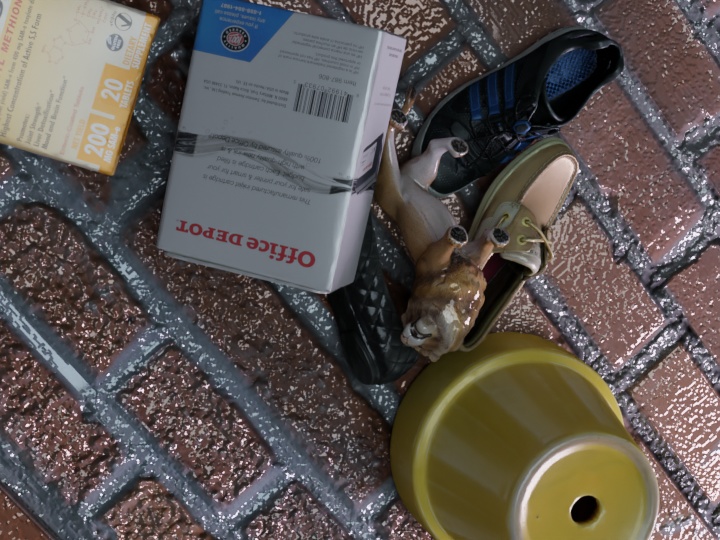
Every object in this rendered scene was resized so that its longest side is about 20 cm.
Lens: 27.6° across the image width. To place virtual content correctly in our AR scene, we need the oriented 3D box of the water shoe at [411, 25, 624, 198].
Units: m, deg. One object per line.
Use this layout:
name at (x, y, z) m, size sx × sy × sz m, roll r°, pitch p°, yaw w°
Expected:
water shoe at (0.126, -0.134, 1.202) m, size 0.200 × 0.079 × 0.072 m, roll -41°, pitch 110°, yaw -6°

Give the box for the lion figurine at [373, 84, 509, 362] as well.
lion figurine at (0.051, -0.036, 1.174) m, size 0.072 × 0.123 × 0.200 m, roll -5°, pitch 64°, yaw -26°

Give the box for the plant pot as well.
plant pot at (0.147, 0.169, 1.215) m, size 0.200 × 0.189 × 0.201 m, roll -4°, pitch 103°, yaw -17°

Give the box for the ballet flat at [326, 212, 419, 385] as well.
ballet flat at (0.000, 0.000, 1.208) m, size 0.057 × 0.066 × 0.200 m, roll -27°, pitch 114°, yaw -32°

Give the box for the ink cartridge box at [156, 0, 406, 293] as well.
ink cartridge box at (-0.060, -0.097, 1.120) m, size 0.144 × 0.084 × 0.200 m, roll 14°, pitch 98°, yaw 13°

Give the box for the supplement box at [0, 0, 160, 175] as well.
supplement box at (-0.263, -0.159, 1.078) m, size 0.200 × 0.074 × 0.126 m, roll 15°, pitch 96°, yaw -19°

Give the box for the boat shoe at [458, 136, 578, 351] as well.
boat shoe at (0.126, -0.017, 1.225) m, size 0.074 × 0.066 × 0.200 m, roll 29°, pitch 97°, yaw -44°
